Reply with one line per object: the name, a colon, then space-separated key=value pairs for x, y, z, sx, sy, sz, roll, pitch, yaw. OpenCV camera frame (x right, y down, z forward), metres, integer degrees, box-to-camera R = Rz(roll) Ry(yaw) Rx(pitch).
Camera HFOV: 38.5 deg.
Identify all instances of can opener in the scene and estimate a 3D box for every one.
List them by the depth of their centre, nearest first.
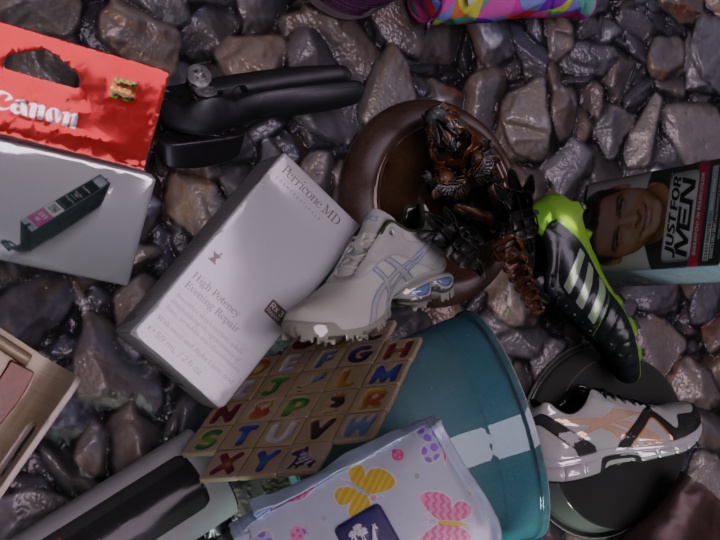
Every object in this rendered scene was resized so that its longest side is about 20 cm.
can opener: x=-0.089 y=-0.150 z=0.900 sx=0.199 sy=0.079 sz=0.063 roll=-21 pitch=57 yaw=-28

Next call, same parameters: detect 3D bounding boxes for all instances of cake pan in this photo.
cake pan: x=0.253 y=0.173 z=1.047 sx=0.199 sy=0.037 sz=0.202 roll=1 pitch=87 yaw=-25

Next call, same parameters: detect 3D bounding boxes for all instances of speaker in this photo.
speaker: x=-0.200 y=0.210 z=0.807 sx=0.199 sy=0.081 sz=0.082 roll=-30 pitch=99 yaw=-23

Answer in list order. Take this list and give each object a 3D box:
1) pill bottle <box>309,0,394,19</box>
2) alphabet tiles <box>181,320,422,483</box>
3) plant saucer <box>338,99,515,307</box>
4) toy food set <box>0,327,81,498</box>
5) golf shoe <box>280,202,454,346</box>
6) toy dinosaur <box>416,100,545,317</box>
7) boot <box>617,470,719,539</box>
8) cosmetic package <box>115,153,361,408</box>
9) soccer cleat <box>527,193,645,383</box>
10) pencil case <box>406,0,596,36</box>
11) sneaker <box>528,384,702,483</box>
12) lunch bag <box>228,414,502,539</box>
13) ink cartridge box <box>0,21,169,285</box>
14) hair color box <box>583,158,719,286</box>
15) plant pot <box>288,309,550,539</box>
pill bottle: x=0.023 y=-0.292 z=0.874 sx=0.112 sy=0.200 sz=0.113 roll=2 pitch=86 yaw=-25
alphabet tiles: x=-0.044 y=0.099 z=0.818 sx=0.006 sy=0.165 sz=0.200 roll=69 pitch=28 yaw=-23
plant saucer: x=0.075 y=-0.065 z=0.980 sx=0.199 sy=0.032 sz=0.202 roll=1 pitch=88 yaw=-25
toy food set: x=-0.331 y=0.085 z=0.762 sx=0.200 sy=0.060 sz=0.144 roll=38 pitch=73 yaw=-19
golf shoe: x=0.000 y=0.000 z=0.863 sx=0.200 sy=0.078 sz=0.098 roll=-25 pitch=111 yaw=-50
toy dinosaur: x=0.116 y=-0.056 z=0.916 sx=0.200 sy=0.136 sz=0.102 roll=41 pitch=105 yaw=-4
boot: x=0.333 y=0.317 z=1.033 sx=0.200 sy=0.072 sz=0.166 roll=44 pitch=86 yaw=-21
cosmetic package: x=-0.100 y=0.007 z=0.870 sx=0.102 sy=0.074 sz=0.200 roll=43 pitch=72 yaw=-17
soccer cleat: x=0.207 y=0.025 z=0.998 sx=0.081 sy=0.068 sz=0.201 roll=-26 pitch=94 yaw=-9
pencil case: x=0.138 y=-0.278 z=0.993 sx=0.199 sy=0.088 sz=0.089 roll=-11 pitch=92 yaw=-26
sneaker: x=0.244 y=0.144 z=0.983 sx=0.199 sy=0.074 sz=0.081 roll=-8 pitch=89 yaw=-26
lunch bag: x=0.019 y=0.222 z=0.721 sx=0.169 sy=0.127 sz=0.201 roll=-25 pitch=107 yaw=-10
ink cartridge box: x=-0.256 y=-0.094 z=0.794 sx=0.199 sy=0.044 sz=0.175 roll=13 pitch=99 yaw=-24
hair color box: x=0.296 y=-0.041 z=0.989 sx=0.060 sy=0.200 sz=0.100 roll=13 pitch=82 yaw=-24
plant pot: x=0.032 y=0.157 z=0.869 sx=0.187 sy=0.200 sz=0.201 roll=-17 pitch=94 yaw=-10
